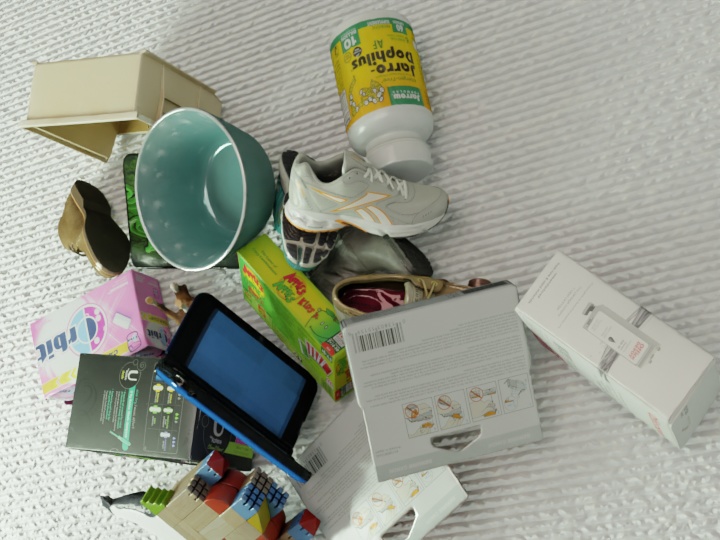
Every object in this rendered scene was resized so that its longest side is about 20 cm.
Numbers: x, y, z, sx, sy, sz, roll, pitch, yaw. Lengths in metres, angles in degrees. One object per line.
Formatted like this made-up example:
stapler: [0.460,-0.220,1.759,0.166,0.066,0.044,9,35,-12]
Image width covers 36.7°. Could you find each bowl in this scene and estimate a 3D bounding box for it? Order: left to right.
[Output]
bowl: [-0.185,-0.106,1.385,0.198,0.104,0.205,6,100,36]

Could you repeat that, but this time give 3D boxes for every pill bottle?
pill bottle: [0.030,-0.211,1.356,0.111,0.112,0.204,-19,70,21]

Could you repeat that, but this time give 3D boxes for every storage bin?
storage bin: [-0.320,-0.217,1.485,0.196,0.198,0.096,0,79,26]

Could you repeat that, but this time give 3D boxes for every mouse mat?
mouse mat: [-0.244,-0.083,1.494,0.196,0.007,0.165,0,98,27]

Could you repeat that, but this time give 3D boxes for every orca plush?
orca plush: [-0.238,0.319,1.410,0.197,0.071,0.107,2,123,33]

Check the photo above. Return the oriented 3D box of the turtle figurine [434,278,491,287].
turtle figurine: [0.104,0.093,1.274,0.196,0.064,0.165,-5,76,26]

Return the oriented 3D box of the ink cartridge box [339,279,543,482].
ink cartridge box: [0.090,0.119,1.188,0.196,0.044,0.177,-13,99,-5]

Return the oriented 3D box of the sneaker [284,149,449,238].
sneaker: [0.009,-0.096,1.275,0.195,0.093,0.076,0,35,-4]

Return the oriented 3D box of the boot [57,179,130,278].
boot: [-0.382,-0.042,1.540,0.076,0.073,0.201,-51,42,17]

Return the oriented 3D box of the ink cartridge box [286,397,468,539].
ink cartridge box: [0.023,0.243,1.261,0.200,0.043,0.175,-47,66,25]

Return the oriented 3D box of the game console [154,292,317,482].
game console: [-0.126,0.131,1.256,0.119,0.199,0.170,-54,18,-10]

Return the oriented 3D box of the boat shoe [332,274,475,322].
boat shoe: [0.060,0.042,1.233,0.196,0.067,0.075,-1,68,14]

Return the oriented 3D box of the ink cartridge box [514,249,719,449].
ink cartridge box: [0.274,0.085,1.143,0.199,0.146,0.083,38,87,28]

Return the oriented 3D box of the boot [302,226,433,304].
boot: [0.000,0.000,1.345,0.132,0.067,0.200,-56,44,9]

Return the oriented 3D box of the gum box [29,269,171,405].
gum box: [-0.365,0.097,1.508,0.197,0.066,0.115,-26,67,19]

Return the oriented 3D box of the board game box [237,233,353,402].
board game box: [-0.075,0.058,1.348,0.047,0.102,0.200,-32,60,-22]

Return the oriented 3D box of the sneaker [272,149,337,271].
sneaker: [-0.076,-0.066,1.372,0.202,0.076,0.080,-98,28,-49]

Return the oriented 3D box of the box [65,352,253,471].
box: [-0.248,0.181,1.383,0.196,0.148,0.127,0,76,26]

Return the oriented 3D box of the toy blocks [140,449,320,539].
toy blocks: [-0.141,0.288,1.273,0.199,0.100,0.137,42,127,-9]

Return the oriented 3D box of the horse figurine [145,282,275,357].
horse figurine: [-0.192,0.078,1.408,0.198,0.133,0.050,33,87,15]
